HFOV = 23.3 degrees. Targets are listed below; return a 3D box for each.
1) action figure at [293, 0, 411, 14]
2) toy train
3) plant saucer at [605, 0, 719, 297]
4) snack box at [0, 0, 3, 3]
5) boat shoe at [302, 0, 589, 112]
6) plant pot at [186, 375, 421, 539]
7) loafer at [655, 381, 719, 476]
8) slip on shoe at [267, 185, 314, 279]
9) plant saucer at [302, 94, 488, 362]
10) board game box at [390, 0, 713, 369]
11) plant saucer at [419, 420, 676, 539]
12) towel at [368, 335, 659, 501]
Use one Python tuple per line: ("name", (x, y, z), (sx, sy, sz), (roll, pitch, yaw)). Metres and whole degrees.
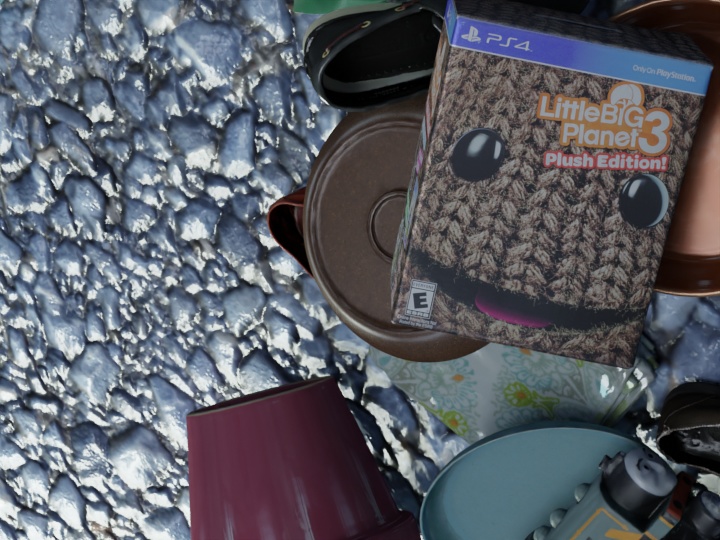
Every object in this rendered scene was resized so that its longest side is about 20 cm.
("action figure", (0.036, -0.220, 1.224), (0.200, 0.055, 0.118), (14, 119, 24))
("toy train", (0.182, 0.215, 1.274), (0.114, 0.085, 0.200), (37, 124, 1))
("plant saucer", (0.219, -0.083, 1.149), (0.200, 0.032, 0.201), (5, 106, 18))
("snack box", (-0.377, -0.199, 1.486), (0.200, 0.116, 0.037), (-36, 91, 42))
("boat shoe", (0.061, -0.156, 1.156), (0.201, 0.063, 0.074), (-17, 125, 1))
("plant pot", (-0.060, 0.188, 1.434), (0.200, 0.200, 0.179), (-14, 90, 40))
("loafer", (0.295, 0.133, 1.214), (0.200, 0.071, 0.073), (7, 118, 33))
("slip on shoe", (0.000, 0.000, 1.324), (0.200, 0.061, 0.074), (41, 128, 35))
("plant saucer", (0.036, -0.032, 1.246), (0.200, 0.034, 0.201), (3, 95, 31))
("board game box", (0.115, -0.059, 1.099), (0.159, 0.097, 0.200), (10, 109, -3))
("plant saucer", (0.144, 0.178, 1.319), (0.200, 0.027, 0.200), (0, 133, 0))
("towel", (0.111, 0.066, 1.327), (0.200, 0.048, 0.171), (39, 130, 13))
